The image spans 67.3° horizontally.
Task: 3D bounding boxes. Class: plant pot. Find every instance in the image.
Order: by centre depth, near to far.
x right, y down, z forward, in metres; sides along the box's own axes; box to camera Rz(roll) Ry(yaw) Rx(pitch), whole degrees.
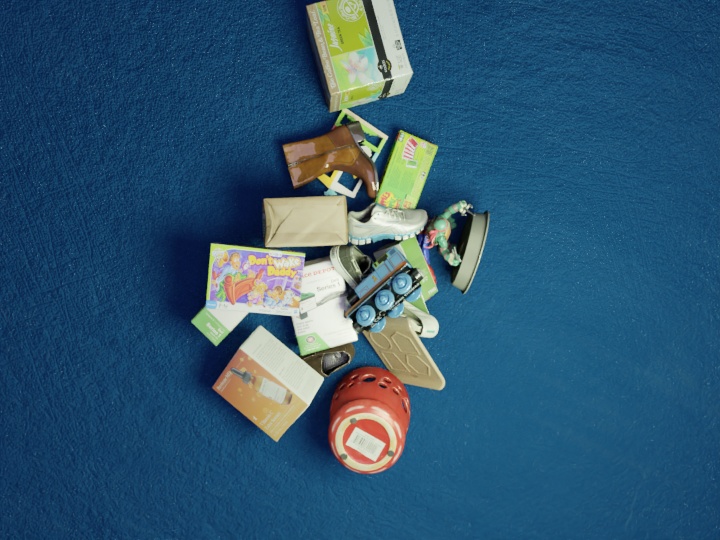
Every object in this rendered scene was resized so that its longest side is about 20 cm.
[{"bbox_3d":[0.021,0.353,1.270,0.196,0.183,0.205,1,101,3],"label":"plant pot"}]

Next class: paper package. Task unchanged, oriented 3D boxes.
[{"bbox_3d":[-0.123,-0.107,1.222,0.186,0.200,0.106,-3,94,-5],"label":"paper package"}]

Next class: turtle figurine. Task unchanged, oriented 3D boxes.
[{"bbox_3d":[0.201,-0.092,1.253,0.099,0.200,0.153,16,88,8],"label":"turtle figurine"}]

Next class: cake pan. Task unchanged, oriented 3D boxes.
[{"bbox_3d":[0.254,-0.047,1.273,0.036,0.200,0.204,16,93,3],"label":"cake pan"}]

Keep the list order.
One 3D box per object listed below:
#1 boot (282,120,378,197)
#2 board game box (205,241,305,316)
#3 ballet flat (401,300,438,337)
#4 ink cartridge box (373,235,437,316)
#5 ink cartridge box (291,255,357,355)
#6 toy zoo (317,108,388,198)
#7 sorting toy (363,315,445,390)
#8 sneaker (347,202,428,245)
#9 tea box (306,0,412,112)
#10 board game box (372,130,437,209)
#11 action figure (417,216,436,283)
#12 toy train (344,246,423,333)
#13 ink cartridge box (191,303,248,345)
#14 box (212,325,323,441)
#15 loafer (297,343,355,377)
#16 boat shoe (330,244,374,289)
[{"bbox_3d":[-0.067,-0.233,1.262,0.196,0.068,0.192,-20,97,-3],"label":"boot"},{"bbox_3d":[-0.222,0.019,1.152,0.195,0.045,0.138,5,96,-9],"label":"board game box"},{"bbox_3d":[0.093,0.104,1.274,0.069,0.198,0.071,-25,126,-40],"label":"ballet flat"},{"bbox_3d":[0.118,0.027,1.303,0.059,0.103,0.203,-29,98,-38],"label":"ink cartridge box"},{"bbox_3d":[-0.099,0.079,1.291,0.143,0.084,0.204,-14,97,-6],"label":"ink cartridge box"},{"bbox_3d":[-0.036,-0.269,1.307,0.130,0.020,0.202,31,91,-8],"label":"toy zoo"},{"bbox_3d":[0.097,0.186,1.276,0.036,0.183,0.202,-43,115,-32],"label":"sorting toy"},{"bbox_3d":[0.060,-0.119,1.243,0.196,0.076,0.088,-12,134,-2],"label":"sneaker"},{"bbox_3d":[-0.007,-0.497,1.226,0.193,0.134,0.204,-17,91,-4],"label":"tea box"},{"bbox_3d":[0.104,-0.222,1.313,0.100,0.048,0.204,20,92,-8],"label":"board game box"},{"bbox_3d":[0.153,-0.029,1.328,0.051,0.065,0.205,-12,98,-22],"label":"action figure"},{"bbox_3d":[0.047,0.048,1.198,0.199,0.087,0.115,-41,56,9],"label":"toy train"},{"bbox_3d":[-0.282,0.059,1.245,0.200,0.146,0.084,-45,99,0],"label":"ink cartridge box"},{"bbox_3d":[-0.213,0.261,1.252,0.199,0.107,0.153,39,119,-1],"label":"box"},{"bbox_3d":[-0.105,0.230,1.317,0.197,0.071,0.074,-29,98,-2],"label":"loafer"},{"bbox_3d":[0.000,0.000,1.254,0.062,0.200,0.072,-11,65,21],"label":"boat shoe"}]
